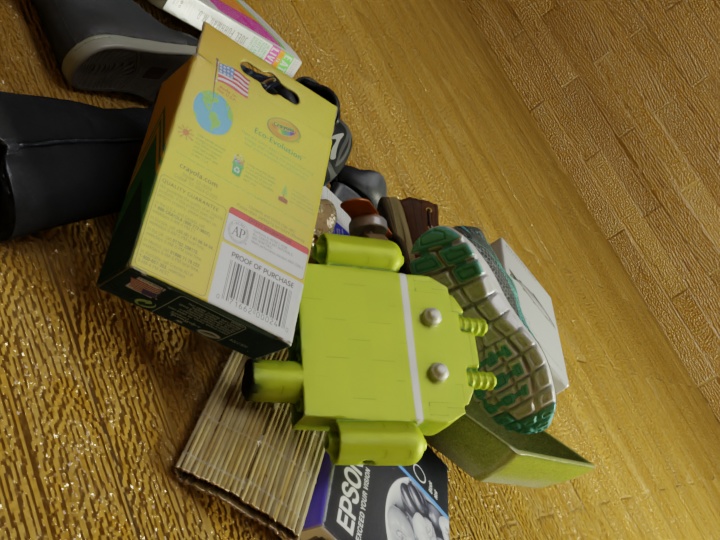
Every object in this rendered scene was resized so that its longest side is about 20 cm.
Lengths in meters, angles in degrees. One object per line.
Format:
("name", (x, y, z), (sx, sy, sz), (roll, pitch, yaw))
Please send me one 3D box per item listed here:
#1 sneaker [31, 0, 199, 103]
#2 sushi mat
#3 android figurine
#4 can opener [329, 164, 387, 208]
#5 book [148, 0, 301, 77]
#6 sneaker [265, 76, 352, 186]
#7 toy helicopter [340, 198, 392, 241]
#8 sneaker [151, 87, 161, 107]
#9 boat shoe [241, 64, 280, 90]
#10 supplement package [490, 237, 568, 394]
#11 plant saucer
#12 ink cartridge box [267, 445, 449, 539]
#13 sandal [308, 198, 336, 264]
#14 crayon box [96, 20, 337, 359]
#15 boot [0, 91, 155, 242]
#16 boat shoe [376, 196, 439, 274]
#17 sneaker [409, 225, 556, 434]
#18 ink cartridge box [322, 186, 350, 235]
("sneaker", (-0.199, -0.213, 0.812), (0.107, 0.075, 0.200), (59, 22, 11))
("sushi mat", (-0.064, 0.103, 0.671), (0.095, 0.012, 0.200), (32, 29, -8))
("android figurine", (0.009, 0.059, 0.694), (0.198, 0.041, 0.183), (7, 60, -19))
("can opener", (0.028, -0.053, 1.109), (0.063, 0.079, 0.200), (18, -20, 51))
("book", (-0.162, -0.274, 0.964), (0.134, 0.048, 0.200), (43, 14, 32))
("sneaker", (-0.044, -0.117, 0.783), (0.071, 0.082, 0.199), (63, 17, 7))
("toy helicopter", (0.000, 0.000, 0.845), (0.200, 0.078, 0.133), (-158, -115, -78))
("sneaker", (-0.112, -0.092, 0.828), (0.200, 0.078, 0.090), (50, 19, -31))
("boat shoe", (-0.096, -0.182, 1.000), (0.090, 0.071, 0.200), (24, 6, -1))
("supplement package", (0.161, 0.073, 1.104), (0.117, 0.117, 0.200), (47, 22, -19))
("plant saucer", (0.101, 0.145, 0.880), (0.199, 0.048, 0.199), (33, 5, 36))
("ink cartridge box", (-0.003, 0.163, 0.722), (0.200, 0.043, 0.199), (46, 23, -19))
("sandal", (-0.050, -0.033, 0.773), (0.078, 0.069, 0.212), (61, -2, 37))
("crayon box", (-0.090, -0.056, 0.637), (0.127, 0.051, 0.201), (29, 56, -30))
("boot", (-0.172, -0.045, 0.634), (0.165, 0.066, 0.200), (56, 20, 7))
("boat shoe", (0.067, 0.009, 0.870), (0.072, 0.067, 0.201), (100, -20, -53))
("sneaker", (0.122, 0.044, 0.810), (0.201, 0.077, 0.091), (65, 30, -4))
("ink cartridge box", (-0.032, -0.042, 0.976), (0.200, 0.037, 0.095), (45, 24, -32))
